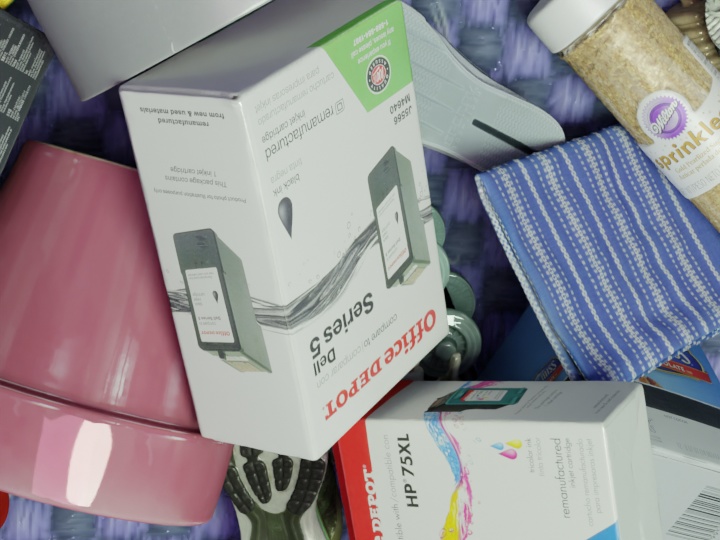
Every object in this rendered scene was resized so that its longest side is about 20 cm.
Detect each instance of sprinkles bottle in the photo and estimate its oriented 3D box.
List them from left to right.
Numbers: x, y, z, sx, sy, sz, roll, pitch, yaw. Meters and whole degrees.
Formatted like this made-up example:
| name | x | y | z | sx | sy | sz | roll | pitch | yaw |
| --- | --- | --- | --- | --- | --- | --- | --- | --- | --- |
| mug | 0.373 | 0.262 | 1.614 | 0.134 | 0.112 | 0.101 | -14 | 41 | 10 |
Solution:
| name | x | y | z | sx | sy | sz | roll | pitch | yaw |
| --- | --- | --- | --- | --- | --- | --- | --- | --- | --- |
| sprinkles bottle | 0.190 | -0.102 | 0.965 | 0.068 | 0.068 | 0.200 | -43 | 97 | 5 |

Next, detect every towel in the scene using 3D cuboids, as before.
| name | x | y | z | sx | sy | sz | roll | pitch | yaw |
| --- | --- | --- | --- | --- | --- | --- | --- | --- | --- |
| towel | 0.159 | -0.015 | 0.946 | 0.024 | 0.199 | 0.146 | -32 | 83 | 42 |

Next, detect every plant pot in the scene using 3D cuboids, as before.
| name | x | y | z | sx | sy | sz | roll | pitch | yaw |
| --- | --- | --- | --- | --- | --- | --- | --- | --- | --- |
| plant pot | -0.154 | 0.030 | 0.909 | 0.198 | 0.200 | 0.181 | 17 | 88 | -16 |

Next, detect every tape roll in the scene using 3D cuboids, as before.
| name | x | y | z | sx | sy | sz | roll | pitch | yaw |
| --- | --- | --- | --- | --- | --- | --- | --- | --- | --- |
| tape roll | -0.075 | -0.165 | 0.840 | 0.199 | 0.200 | 0.067 | -29 | 100 | -1 |

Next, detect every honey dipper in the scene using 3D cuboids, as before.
| name | x | y | z | sx | sy | sz | roll | pitch | yaw |
| --- | --- | --- | --- | --- | --- | --- | --- | --- | --- |
| honey dipper | 0.188 | -0.212 | 0.970 | 0.038 | 0.038 | 0.202 | -21 | 109 | -4 |

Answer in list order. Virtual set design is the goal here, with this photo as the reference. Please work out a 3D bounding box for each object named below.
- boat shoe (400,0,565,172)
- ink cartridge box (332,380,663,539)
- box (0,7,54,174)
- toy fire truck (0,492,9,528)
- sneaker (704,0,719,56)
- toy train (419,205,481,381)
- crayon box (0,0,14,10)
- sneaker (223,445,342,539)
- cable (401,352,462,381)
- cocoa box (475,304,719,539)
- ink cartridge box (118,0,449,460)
| name | x | y | z | sx | sy | sz | roll | pitch | yaw |
| --- | --- | --- | --- | --- | --- | --- | --- | --- | --- |
| boat shoe | 0.033 | -0.107 | 0.944 | 0.199 | 0.062 | 0.072 | 31 | 91 | -28 |
| ink cartridge box | 0.059 | 0.125 | 0.876 | 0.198 | 0.067 | 0.117 | -3 | 104 | 30 |
| box | -0.231 | -0.020 | 0.833 | 0.049 | 0.201 | 0.161 | 29 | 131 | -18 |
| toy fire truck | -0.307 | 0.198 | 0.980 | 0.166 | 0.112 | 0.202 | 0 | 109 | 14 |
| sneaker | 0.270 | -0.200 | 0.976 | 0.201 | 0.069 | 0.100 | -62 | 150 | -9 |
| toy train | 0.000 | 0.000 | 0.982 | 0.113 | 0.085 | 0.201 | -21 | 114 | 10 |
| crayon box | -0.250 | -0.231 | 0.861 | 0.173 | 0.058 | 0.200 | -45 | 111 | 4 |
| sneaker | -0.044 | 0.125 | 1.011 | 0.076 | 0.089 | 0.202 | 6 | 118 | 13 |
| cable | 0.032 | 0.137 | 0.968 | 0.096 | 0.050 | 0.202 | 10 | 115 | 23 |
| cocoa box | 0.128 | 0.138 | 0.987 | 0.132 | 0.132 | 0.201 | 17 | 123 | -26 |
| ink cartridge box | -0.033 | -0.025 | 0.838 | 0.145 | 0.083 | 0.202 | -39 | 127 | -45 |
